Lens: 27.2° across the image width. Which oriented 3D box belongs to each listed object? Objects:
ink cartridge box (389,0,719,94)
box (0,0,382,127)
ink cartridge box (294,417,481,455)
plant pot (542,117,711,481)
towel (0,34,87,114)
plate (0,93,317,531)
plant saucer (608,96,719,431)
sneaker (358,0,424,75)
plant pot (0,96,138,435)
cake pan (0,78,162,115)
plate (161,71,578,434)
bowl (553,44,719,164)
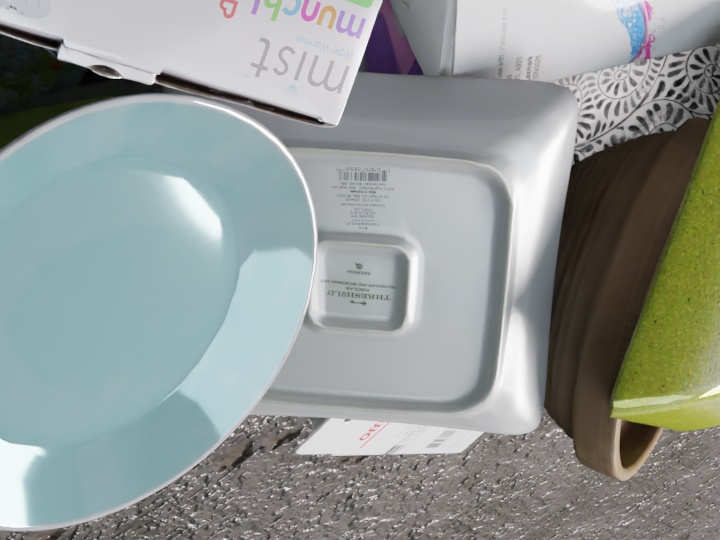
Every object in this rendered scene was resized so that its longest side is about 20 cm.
[{"bbox_3d":[0.111,-0.178,0.739,0.197,0.146,0.085,-13,141,-11],"label":"ink cartridge box"},{"bbox_3d":[-0.115,-0.137,0.575,0.198,0.176,0.098,14,99,-34],"label":"box"},{"bbox_3d":[0.036,0.068,1.026,0.116,0.067,0.199,-44,151,25],"label":"ink cartridge box"},{"bbox_3d":[0.138,0.006,0.829,0.201,0.092,0.203,-48,148,-44],"label":"plant pot"},{"bbox_3d":[-0.193,-0.145,0.703,0.170,0.049,0.200,12,130,-38],"label":"towel"},{"bbox_3d":[-0.104,0.017,0.601,0.198,0.026,0.202,-23,132,-28],"label":"plate"},{"bbox_3d":[0.206,-0.005,0.785,0.200,0.047,0.202,19,91,-66],"label":"plant saucer"},{"bbox_3d":[-0.006,-0.097,0.834,0.087,0.081,0.200,20,147,-11],"label":"sneaker"},{"bbox_3d":[-0.172,0.013,0.671,0.198,0.188,0.188,-29,143,1],"label":"plant pot"},{"bbox_3d":[-0.149,-0.042,0.815,0.198,0.037,0.201,-19,160,-7],"label":"cake pan"},{"bbox_3d":[0.000,0.000,0.731,0.196,0.032,0.202,4,121,3],"label":"plate"},{"bbox_3d":[0.157,-0.118,0.877,0.198,0.095,0.202,-14,141,-11],"label":"bowl"}]
